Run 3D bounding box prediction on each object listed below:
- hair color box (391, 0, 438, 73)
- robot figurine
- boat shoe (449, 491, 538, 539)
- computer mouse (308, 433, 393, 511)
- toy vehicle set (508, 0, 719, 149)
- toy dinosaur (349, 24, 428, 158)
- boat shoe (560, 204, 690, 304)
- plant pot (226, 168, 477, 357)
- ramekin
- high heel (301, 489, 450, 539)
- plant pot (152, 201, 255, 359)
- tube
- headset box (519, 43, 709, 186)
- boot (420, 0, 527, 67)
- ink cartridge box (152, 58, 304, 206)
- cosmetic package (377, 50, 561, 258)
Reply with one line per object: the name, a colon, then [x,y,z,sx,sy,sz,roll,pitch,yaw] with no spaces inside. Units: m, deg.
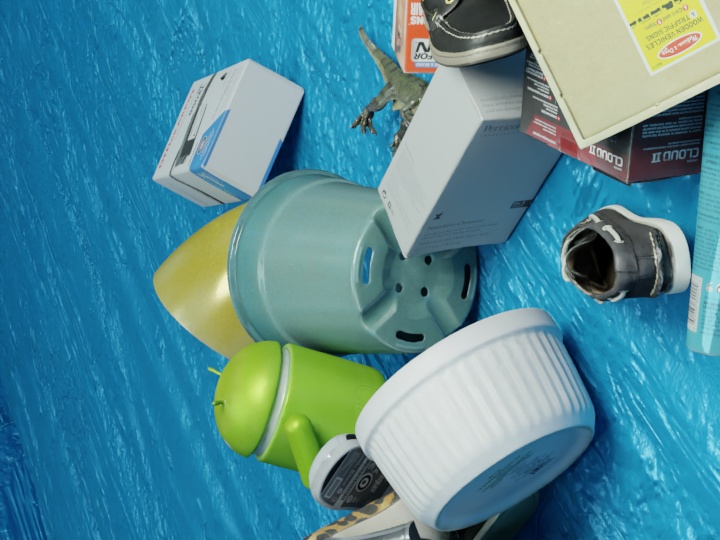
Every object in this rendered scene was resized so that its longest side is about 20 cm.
hair color box: [0.065,-0.287,1.314,0.111,0.063,0.202,-103,13,-69]
robot figurine: [-0.051,0.136,1.421,0.176,0.198,0.117,-115,43,-69]
boat shoe: [0.111,0.239,1.399,0.066,0.074,0.200,54,155,25]
computer mouse: [0.008,0.187,1.359,0.044,0.200,0.110,37,92,35]
toy vehicle set: [0.205,-0.177,0.985,0.199,0.026,0.125,-25,92,37]
toy dinosaur: [0.034,-0.167,1.477,0.200,0.047,0.089,50,126,50]
boat shoe: [0.188,-0.009,1.144,0.200,0.060,0.075,-153,57,-75]
plant pot: [0.000,0.000,1.446,0.195,0.199,0.203,5,102,57]
ramekin: [0.105,0.133,1.247,0.106,0.199,0.201,58,147,24]
high heel: [0.003,0.241,1.335,0.200,0.141,0.072,-10,-99,-75]
plant pot: [-0.122,0.004,1.731,0.142,0.199,0.200,-54,42,16]
tube: [0.259,-0.042,1.032,0.077,0.050,0.202,-156,65,-62]
headset box: [0.192,-0.165,1.100,0.149,0.076,0.202,36,130,57]
boot: [0.075,-0.251,1.158,0.200,0.072,0.152,-101,-1,-66]
ink cartridge box: [-0.164,-0.163,1.790,0.200,0.084,0.146,-3,62,65]
cosmetic package: [0.102,-0.104,1.274,0.200,0.112,0.082,117,137,-54]
